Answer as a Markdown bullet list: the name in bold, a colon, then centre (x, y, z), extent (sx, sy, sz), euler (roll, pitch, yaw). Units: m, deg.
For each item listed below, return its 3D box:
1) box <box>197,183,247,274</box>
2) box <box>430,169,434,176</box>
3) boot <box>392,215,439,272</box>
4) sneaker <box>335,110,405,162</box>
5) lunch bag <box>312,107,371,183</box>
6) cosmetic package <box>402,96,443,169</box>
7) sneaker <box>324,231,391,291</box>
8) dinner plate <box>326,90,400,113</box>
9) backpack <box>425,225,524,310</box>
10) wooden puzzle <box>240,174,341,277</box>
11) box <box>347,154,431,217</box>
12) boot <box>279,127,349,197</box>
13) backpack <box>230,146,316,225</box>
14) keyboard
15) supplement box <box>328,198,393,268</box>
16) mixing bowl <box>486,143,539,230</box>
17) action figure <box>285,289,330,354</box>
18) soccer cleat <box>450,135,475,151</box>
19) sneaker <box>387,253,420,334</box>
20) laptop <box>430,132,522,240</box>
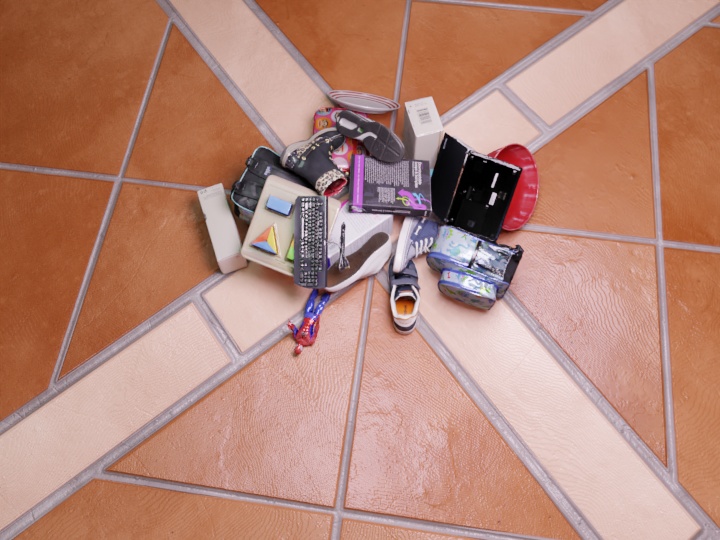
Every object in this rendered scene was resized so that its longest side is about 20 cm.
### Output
- **box**: centre (-0.336, -0.102, 1.620), extent (0.067, 0.083, 0.204), euler (-18, 65, -7)
- **box**: centre (0.110, -0.208, 1.653), extent (0.194, 0.083, 0.050), euler (-1, 65, 1)
- **boot**: centre (0.134, -0.063, 1.566), extent (0.088, 0.074, 0.202), euler (14, 44, 4)
- **sneaker**: centre (0.044, -0.330, 1.612), extent (0.199, 0.115, 0.077), euler (35, 115, 21)
- **lunch bag**: centre (-0.038, -0.321, 1.713), extent (0.171, 0.082, 0.205), euler (1, 65, -3)
- **cosmetic package**: centre (0.150, -0.317, 1.637), extent (0.071, 0.201, 0.106), euler (-14, 67, -4)
- **sneaker**: centre (0.000, 0.000, 1.558), extent (0.198, 0.086, 0.073), euler (-35, 50, -15)
- **dinner plate**: centre (0.007, -0.437, 1.734), extent (0.195, 0.025, 0.201), euler (8, 25, -4)
- **backpack**: centre (0.245, -0.007, 1.505), extent (0.196, 0.183, 0.150), euler (25, 81, 10)
- **wooden puzzle**: centre (-0.157, -0.097, 1.499), extent (0.181, 0.046, 0.204), euler (20, 83, 0)
- **box**: centre (0.070, -0.200, 1.573), extent (0.194, 0.036, 0.146), euler (4, 61, -2)
- **boot**: centre (-0.073, -0.253, 1.567), extent (0.153, 0.074, 0.202), euler (41, 48, 22)
- **backpack**: centre (-0.193, -0.172, 1.605), extent (0.196, 0.154, 0.179), euler (22, 68, 10)
- **keyboard**: centre (-0.086, -0.063, 1.469), extent (0.123, 0.021, 0.206), euler (0, 89, -1)
- **supplement box**: centre (-0.026, -0.095, 1.596), extent (0.198, 0.104, 0.102), euler (-34, 68, -12)
- **mixing bowl**: centre (0.330, -0.202, 1.606), extent (0.107, 0.201, 0.202), euler (9, 58, 50)
- **action figure**: centre (-0.113, 0.090, 1.521), extent (0.064, 0.099, 0.204), euler (16, 70, 9)
- **soccer cleat**: centre (0.225, -0.299, 1.640), extent (0.085, 0.200, 0.069), euler (40, 95, -21)
- **sneaker**: centre (0.103, 0.039, 1.547), extent (0.076, 0.080, 0.205), euler (-5, 64, 0)
- **laptop**: centre (0.252, -0.193, 1.527), extent (0.196, 0.181, 0.103), euler (20, 25, 9)
